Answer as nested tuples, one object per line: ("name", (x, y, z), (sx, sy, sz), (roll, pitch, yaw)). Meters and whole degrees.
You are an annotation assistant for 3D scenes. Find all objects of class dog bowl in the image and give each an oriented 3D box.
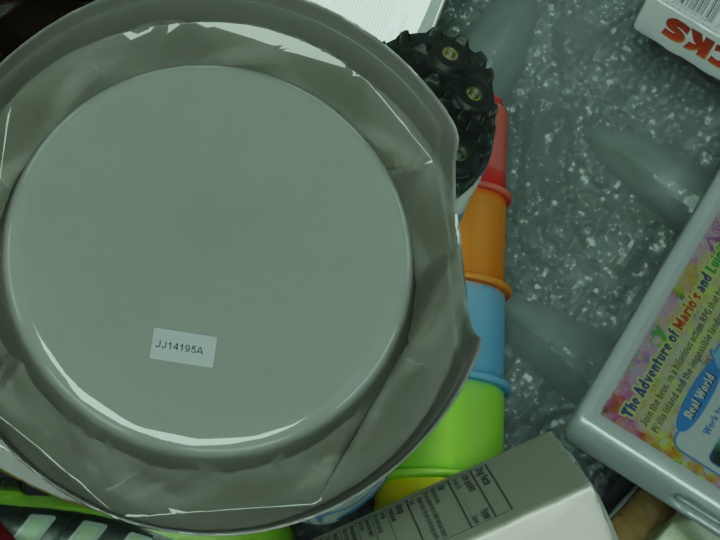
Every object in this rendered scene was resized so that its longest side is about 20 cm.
("dog bowl", (-0.054, 0.001, 0.982), (0.199, 0.059, 0.201), (2, 71, -6))

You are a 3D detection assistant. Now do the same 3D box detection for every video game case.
("video game case", (0.200, 0.036, 1.083), (0.182, 0.024, 0.200), (32, 59, 4))

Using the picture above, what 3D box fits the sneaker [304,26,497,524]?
("sneaker", (0.000, 0.000, 1.058), (0.072, 0.073, 0.201), (20, 70, -4))

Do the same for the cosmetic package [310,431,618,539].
("cosmetic package", (-0.001, 0.137, 0.989), (0.199, 0.105, 0.071), (-24, 98, 0))

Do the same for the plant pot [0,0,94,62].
("plant pot", (-0.119, -0.193, 1.051), (0.199, 0.200, 0.199), (-16, 79, -4))

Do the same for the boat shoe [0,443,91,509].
("boat shoe", (-0.126, 0.029, 1.029), (0.199, 0.071, 0.070), (24, 111, -15))

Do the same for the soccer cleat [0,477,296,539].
("soccer cleat", (-0.123, 0.122, 1.078), (0.199, 0.068, 0.082), (1, 83, -4))

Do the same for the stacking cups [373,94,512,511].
("stacking cups", (0.031, 0.026, 1.092), (0.060, 0.061, 0.201), (2, 76, -1))

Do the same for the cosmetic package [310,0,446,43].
("cosmetic package", (-0.029, -0.054, 1.113), (0.082, 0.051, 0.201), (22, 82, -2))

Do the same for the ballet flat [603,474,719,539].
("ballet flat", (0.117, 0.113, 1.081), (0.200, 0.073, 0.073), (-44, 85, -7))

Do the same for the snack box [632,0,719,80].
("snack box", (0.210, -0.073, 1.118), (0.199, 0.024, 0.072), (32, 49, 3))

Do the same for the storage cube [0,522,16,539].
("storage cube", (-0.215, 0.128, 0.925), (0.171, 0.180, 0.200), (-40, 102, 3))
